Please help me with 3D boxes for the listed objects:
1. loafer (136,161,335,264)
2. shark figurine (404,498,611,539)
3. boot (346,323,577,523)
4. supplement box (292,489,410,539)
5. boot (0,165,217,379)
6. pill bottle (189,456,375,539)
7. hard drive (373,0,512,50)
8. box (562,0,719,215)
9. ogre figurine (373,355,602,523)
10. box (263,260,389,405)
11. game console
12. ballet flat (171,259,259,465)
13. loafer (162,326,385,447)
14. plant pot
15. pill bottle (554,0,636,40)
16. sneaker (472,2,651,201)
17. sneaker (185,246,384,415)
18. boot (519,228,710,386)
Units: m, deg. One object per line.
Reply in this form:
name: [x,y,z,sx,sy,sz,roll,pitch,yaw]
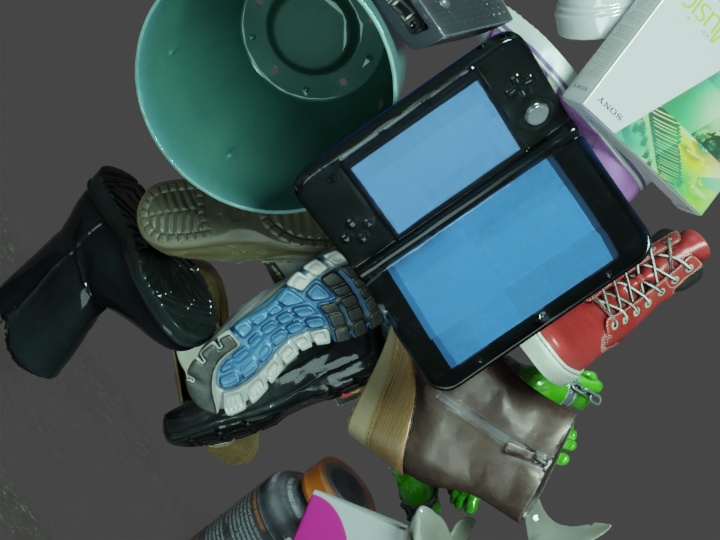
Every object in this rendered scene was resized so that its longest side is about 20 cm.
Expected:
loafer: [-0.079,-0.044,1.538,0.199,0.067,0.077,2,79,-5]
shark figurine: [0.111,0.251,1.540,0.089,0.214,0.129,22,102,38]
boot: [0.098,0.081,1.516,0.166,0.072,0.201,23,86,16]
supplement box: [0.030,0.263,1.597,0.103,0.200,0.102,20,84,35]
boot: [-0.215,0.035,1.589,0.168,0.076,0.200,-49,54,22]
pill bottle: [-0.079,0.246,1.678,0.200,0.106,0.106,-40,101,22]
hard drive: [0.025,-0.254,1.420,0.042,0.135,0.201,-35,84,31]
box: [0.262,-0.161,1.428,0.144,0.036,0.200,38,89,-27]
ogre figurine: [0.094,0.135,1.603,0.199,0.099,0.120,-22,144,30]
box: [0.000,0.000,1.600,0.136,0.040,0.201,-22,107,16]
game console: [0.083,-0.041,1.391,0.200,0.119,0.171,-35,137,4]
ballet flat: [-0.132,0.090,1.641,0.067,0.072,0.201,-3,112,11]
loafer: [-0.074,0.088,1.585,0.200,0.068,0.071,-24,74,6]
plant pot: [-0.054,-0.166,1.471,0.199,0.161,0.202,5,114,11]
pill bottle: [0.170,-0.277,1.422,0.104,0.104,0.201,-6,111,12]
sneaker: [0.123,-0.113,1.478,0.114,0.073,0.201,-39,79,2]
sneaker: [-0.055,0.032,1.523,0.199,0.087,0.075,-31,107,2]
boot: [0.200,0.018,1.492,0.144,0.200,0.073,-37,83,21]
